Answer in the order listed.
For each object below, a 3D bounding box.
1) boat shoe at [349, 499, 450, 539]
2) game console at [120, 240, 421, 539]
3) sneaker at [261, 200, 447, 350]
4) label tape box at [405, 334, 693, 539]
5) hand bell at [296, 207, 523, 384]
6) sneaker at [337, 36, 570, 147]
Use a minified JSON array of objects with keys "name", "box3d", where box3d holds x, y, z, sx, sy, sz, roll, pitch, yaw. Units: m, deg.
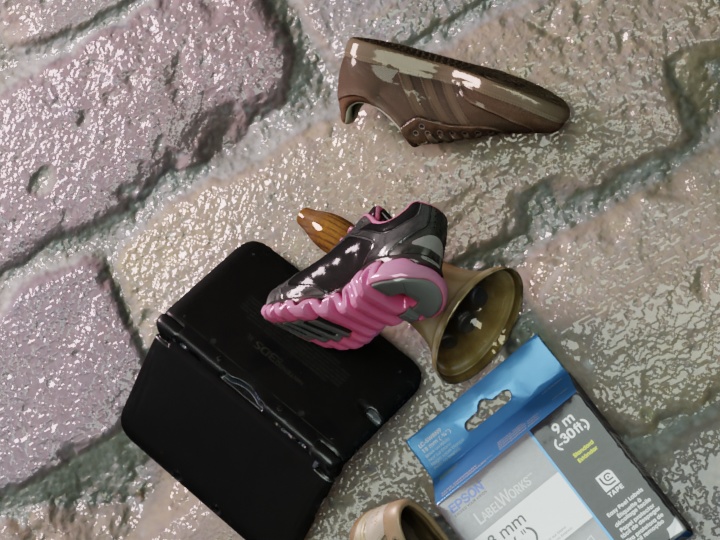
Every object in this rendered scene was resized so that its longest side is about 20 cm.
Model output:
[{"name":"boat shoe","box3d":[0.071,0.262,1.298,0.200,0.071,0.064,51,139,-5]},{"name":"game console","box3d":[-0.077,0.107,1.429,0.200,0.117,0.176,38,63,19]},{"name":"sneaker","box3d":[0.000,0.000,1.332,0.200,0.079,0.096,-18,53,47]},{"name":"label tape box","box3d":[0.137,0.166,1.327,0.144,0.063,0.200,-40,72,7]},{"name":"hand bell","box3d":[0.024,-0.002,1.393,0.200,0.104,0.104,33,92,32]},{"name":"sneaker","box3d":[0.074,-0.133,1.405,0.199,0.070,0.076,20,106,23]}]
